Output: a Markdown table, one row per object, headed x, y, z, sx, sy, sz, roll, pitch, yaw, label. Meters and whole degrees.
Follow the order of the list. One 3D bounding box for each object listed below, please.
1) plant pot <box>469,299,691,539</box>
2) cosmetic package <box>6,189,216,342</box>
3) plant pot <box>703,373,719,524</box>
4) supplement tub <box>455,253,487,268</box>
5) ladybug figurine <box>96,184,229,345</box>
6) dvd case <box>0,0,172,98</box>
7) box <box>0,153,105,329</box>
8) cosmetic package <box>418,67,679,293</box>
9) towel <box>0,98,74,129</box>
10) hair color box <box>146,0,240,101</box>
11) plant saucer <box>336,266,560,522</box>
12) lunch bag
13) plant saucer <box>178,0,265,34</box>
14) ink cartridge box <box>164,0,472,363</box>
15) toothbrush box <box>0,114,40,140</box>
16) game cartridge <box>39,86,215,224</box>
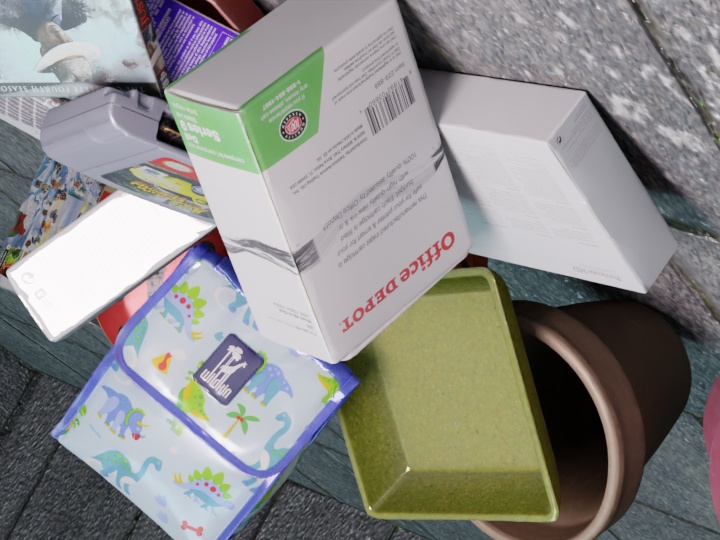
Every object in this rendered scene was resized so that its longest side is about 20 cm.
| x | y | z | sx | sy | sz | roll | pitch | yaw | label |
| --- | --- | --- | --- | --- | --- | --- | --- | --- | --- |
| 0.170 | 0.100 | 1.694 | 0.200 | 0.174 | 0.201 | 19 | 121 | 35 | plant pot |
| -0.172 | -0.032 | 1.677 | 0.074 | 0.200 | 0.102 | 56 | -172 | -3 | cosmetic package |
| 0.330 | 0.127 | 1.513 | 0.200 | 0.200 | 0.179 | 30 | -177 | -11 | plant pot |
| 0.000 | 0.000 | 1.741 | 0.199 | 0.123 | 0.123 | 3 | 162 | 11 | supplement tub |
| -0.163 | -0.006 | 1.766 | 0.135 | 0.201 | 0.072 | 2 | -173 | 3 | ladybug figurine |
| -0.215 | -0.202 | 1.402 | 0.145 | 0.022 | 0.200 | 3 | 129 | 24 | dvd case |
| -0.240 | -0.057 | 1.926 | 0.137 | 0.201 | 0.040 | 20 | 172 | 36 | box |
| 0.101 | -0.065 | 1.451 | 0.200 | 0.052 | 0.151 | 15 | 148 | 47 | cosmetic package |
| -0.225 | -0.147 | 1.636 | 0.200 | 0.086 | 0.166 | 29 | 169 | -4 | towel |
| -0.145 | -0.149 | 1.501 | 0.200 | 0.065 | 0.109 | 29 | 167 | 2 | hair color box |
| 0.064 | 0.090 | 1.630 | 0.199 | 0.048 | 0.201 | -5 | 106 | 44 | plant saucer |
| -0.117 | 0.101 | 1.672 | 0.170 | 0.200 | 0.127 | 40 | -155 | 3 | lunch bag |
| -0.130 | -0.183 | 1.565 | 0.200 | 0.037 | 0.200 | 19 | 165 | 34 | plant saucer |
| -0.023 | -0.063 | 1.389 | 0.084 | 0.146 | 0.200 | 17 | 137 | 44 | ink cartridge box |
| -0.306 | -0.190 | 1.799 | 0.200 | 0.085 | 0.146 | 29 | 167 | -4 | toothbrush box |
| -0.117 | -0.072 | 1.489 | 0.200 | 0.041 | 0.133 | 21 | 167 | -29 | game cartridge |
